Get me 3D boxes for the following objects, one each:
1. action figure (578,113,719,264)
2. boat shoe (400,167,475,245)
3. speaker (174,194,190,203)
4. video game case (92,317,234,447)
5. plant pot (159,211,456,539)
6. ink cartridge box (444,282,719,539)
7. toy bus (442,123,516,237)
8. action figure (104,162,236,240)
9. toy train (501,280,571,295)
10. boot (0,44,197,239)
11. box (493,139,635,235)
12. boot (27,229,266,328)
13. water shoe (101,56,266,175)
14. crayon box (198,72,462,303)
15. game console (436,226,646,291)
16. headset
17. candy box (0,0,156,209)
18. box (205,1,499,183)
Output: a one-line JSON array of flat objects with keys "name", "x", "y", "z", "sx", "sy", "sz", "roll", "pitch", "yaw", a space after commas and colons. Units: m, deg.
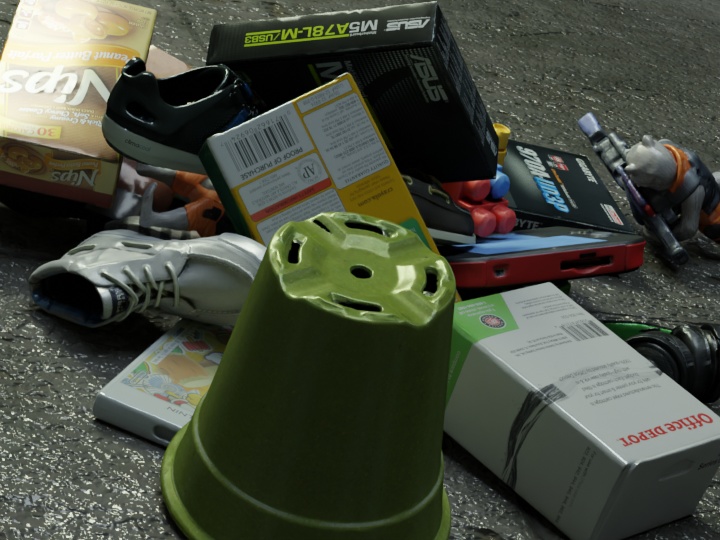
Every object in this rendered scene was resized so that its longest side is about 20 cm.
[{"name": "action figure", "x": 0.310, "y": -0.099, "z": 2.067, "sx": 0.193, "sy": 0.105, "sz": 0.201, "roll": 18, "pitch": 34, "yaw": -56}, {"name": "boat shoe", "x": 0.041, "y": -0.053, "z": 1.704, "sx": 0.071, "sy": 0.061, "sz": 0.201, "roll": 3, "pitch": 0, "yaw": 28}, {"name": "speaker", "x": -0.188, "y": -0.121, "z": 1.851, "sx": 0.199, "sy": 0.089, "sz": 0.088, "roll": 25, "pitch": 24, "yaw": 18}, {"name": "video game case", "x": -0.074, "y": 0.094, "z": 1.516, "sx": 0.181, "sy": 0.023, "sz": 0.200, "roll": 21, "pitch": 23, "yaw": 10}, {"name": "plant pot", "x": -0.017, "y": 0.072, "z": 1.346, "sx": 0.198, "sy": 0.191, "sz": 0.201, "roll": 10, "pitch": 32, "yaw": -6}, {"name": "ink cartridge box", "x": 0.154, "y": 0.104, "z": 1.545, "sx": 0.145, "sy": 0.085, "sz": 0.200, "roll": -10, "pitch": 41, "yaw": -46}, {"name": "toy bus", "x": 0.041, "y": -0.086, "z": 1.854, "sx": 0.199, "sy": 0.137, "sz": 0.192, "roll": -6, "pitch": 30, "yaw": -42}, {"name": "action figure", "x": -0.103, "y": -0.034, "z": 1.688, "sx": 0.193, "sy": 0.105, "sz": 0.200, "roll": 32, "pitch": 6, "yaw": -19}, {"name": "toy train", "x": 0.121, "y": 0.044, "z": 1.720, "sx": 0.041, "sy": 0.057, "sz": 0.200, "roll": 26, "pitch": 24, "yaw": 21}, {"name": "boot", "x": -0.218, "y": -0.129, "z": 1.752, "sx": 0.187, "sy": 0.069, "sz": 0.201, "roll": 22, "pitch": 53, "yaw": 10}, {"name": "box", "x": 0.165, "y": -0.070, "z": 2.026, "sx": 0.157, "sy": 0.046, "sz": 0.200, "roll": 11, "pitch": 23, "yaw": -13}, {"name": "boot", "x": -0.153, "y": 0.016, "z": 1.546, "sx": 0.199, "sy": 0.074, "sz": 0.095, "roll": 4, "pitch": 22, "yaw": 37}, {"name": "water shoe", "x": -0.101, "y": -0.116, "z": 1.626, "sx": 0.198, "sy": 0.079, "sz": 0.072, "roll": 5, "pitch": 28, "yaw": -32}, {"name": "crayon box", "x": -0.022, "y": -0.030, "z": 1.577, "sx": 0.125, "sy": 0.201, "sz": 0.052, "roll": -26, "pitch": -3, "yaw": -16}, {"name": "game console", "x": 0.127, "y": -0.017, "z": 1.794, "sx": 0.198, "sy": 0.031, "sz": 0.177, "roll": -6, "pitch": 11, "yaw": -23}, {"name": "headset", "x": 0.262, "y": 0.067, "z": 1.717, "sx": 0.123, "sy": 0.095, "sz": 0.199, "roll": -7, "pitch": 21, "yaw": -43}, {"name": "candy box", "x": -0.238, "y": -0.146, "z": 1.696, "sx": 0.114, "sy": 0.056, "sz": 0.201, "roll": 12, "pitch": 43, "yaw": -6}, {"name": "box", "x": -0.003, "y": -0.135, "z": 1.693, "sx": 0.191, "sy": 0.200, "sz": 0.048, "roll": -1, "pitch": 60, "yaw": 19}]
